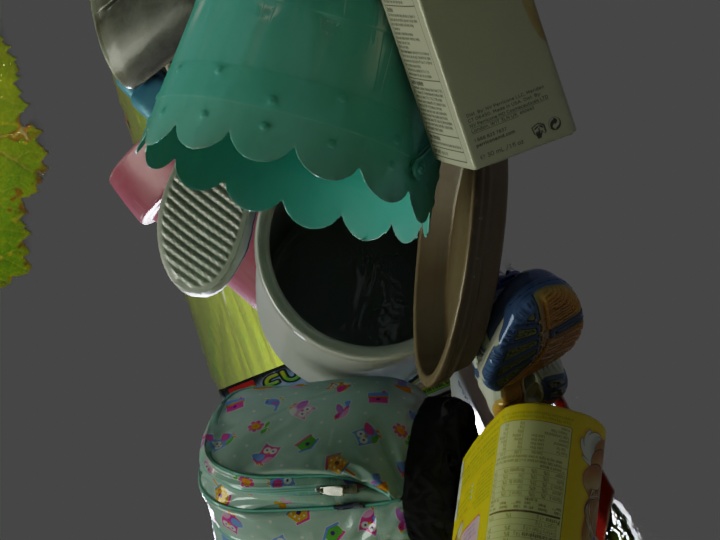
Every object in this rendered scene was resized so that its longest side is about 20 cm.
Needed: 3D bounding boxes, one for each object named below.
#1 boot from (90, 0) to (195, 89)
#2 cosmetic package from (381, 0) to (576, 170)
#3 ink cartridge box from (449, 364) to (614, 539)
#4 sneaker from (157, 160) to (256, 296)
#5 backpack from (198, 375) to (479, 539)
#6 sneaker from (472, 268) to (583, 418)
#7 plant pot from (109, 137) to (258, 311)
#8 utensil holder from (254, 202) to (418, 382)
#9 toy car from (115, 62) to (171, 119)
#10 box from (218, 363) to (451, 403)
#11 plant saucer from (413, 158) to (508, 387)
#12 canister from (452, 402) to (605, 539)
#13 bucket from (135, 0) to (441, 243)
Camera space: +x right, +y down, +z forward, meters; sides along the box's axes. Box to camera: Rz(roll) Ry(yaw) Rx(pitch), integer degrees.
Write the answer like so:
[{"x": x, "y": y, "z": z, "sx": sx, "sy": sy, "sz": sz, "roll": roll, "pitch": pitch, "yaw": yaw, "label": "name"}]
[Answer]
[{"x": -0.126, "y": -0.257, "z": 1.955, "sx": 0.199, "sy": 0.072, "sz": 0.183, "roll": -31, "pitch": 55, "yaw": 40, "label": "boot"}, {"x": 0.056, "y": -0.168, "z": 1.537, "sx": 0.105, "sy": 0.071, "sz": 0.201, "roll": -148, "pitch": 38, "yaw": -75, "label": "cosmetic package"}, {"x": 0.122, "y": 0.130, "z": 1.873, "sx": 0.177, "sy": 0.044, "sz": 0.201, "roll": 83, "pitch": 163, "yaw": -58, "label": "ink cartridge box"}, {"x": -0.092, "y": -0.063, "z": 1.887, "sx": 0.114, "sy": 0.072, "sz": 0.202, "roll": 53, "pitch": -138, "yaw": -63, "label": "sneaker"}, {"x": -0.018, "y": 0.152, "z": 1.864, "sx": 0.167, "sy": 0.198, "sz": 0.127, "roll": -67, "pitch": -30, "yaw": -60, "label": "backpack"}, {"x": 0.097, "y": 0.034, "z": 1.718, "sx": 0.200, "sy": 0.075, "sz": 0.089, "roll": 96, "pitch": 149, "yaw": -67, "label": "sneaker"}, {"x": -0.092, "y": -0.071, "z": 2.249, "sx": 0.179, "sy": 0.200, "sz": 0.200, "roll": 53, "pitch": 169, "yaw": 3, "label": "plant pot"}, {"x": 0.000, "y": 0.000, "z": 1.909, "sx": 0.200, "sy": 0.169, "sz": 0.171, "roll": 112, "pitch": 136, "yaw": -77, "label": "utensil holder"}, {"x": -0.061, "y": -0.150, "z": 2.063, "sx": 0.200, "sy": 0.185, "sz": 0.177, "roll": 41, "pitch": -178, "yaw": -19, "label": "toy car"}, {"x": -0.003, "y": 0.102, "z": 2.035, "sx": 0.110, "sy": 0.199, "sz": 0.035, "roll": -125, "pitch": 16, "yaw": -52, "label": "box"}, {"x": 0.067, "y": -0.021, "z": 1.693, "sx": 0.200, "sy": 0.029, "sz": 0.202, "roll": -173, "pitch": 90, "yaw": -83, "label": "plant saucer"}, {"x": 0.105, "y": 0.206, "z": 1.711, "sx": 0.149, "sy": 0.086, "sz": 0.201, "roll": 122, "pitch": 160, "yaw": -60, "label": "canister"}, {"x": -0.033, "y": -0.111, "z": 1.659, "sx": 0.207, "sy": 0.206, "sz": 0.136, "roll": 141, "pitch": 146, "yaw": -80, "label": "bucket"}]
